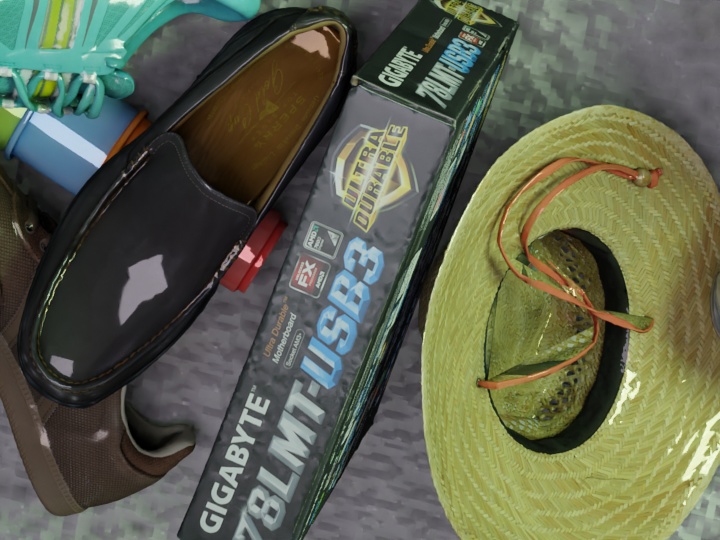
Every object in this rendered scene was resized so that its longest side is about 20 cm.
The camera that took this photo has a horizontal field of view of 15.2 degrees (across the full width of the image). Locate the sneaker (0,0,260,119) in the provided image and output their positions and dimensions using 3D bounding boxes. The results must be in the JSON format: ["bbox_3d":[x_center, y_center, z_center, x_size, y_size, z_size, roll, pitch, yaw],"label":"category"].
[{"bbox_3d":[-0.130,-0.097,1.108,0.199,0.077,0.080,-29,91,-16],"label":"sneaker"}]

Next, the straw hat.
[{"bbox_3d":[0.071,0.025,1.132,0.085,0.200,0.203,15,113,49],"label":"straw hat"}]

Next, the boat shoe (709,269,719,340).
[{"bbox_3d":[0.242,0.035,1.102,0.199,0.076,0.072,25,127,1],"label":"boat shoe"}]

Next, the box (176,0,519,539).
[{"bbox_3d":[0.000,0.000,1.085,0.049,0.199,0.201,22,109,3],"label":"box"}]

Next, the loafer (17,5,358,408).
[{"bbox_3d":[-0.072,-0.032,1.110,0.073,0.072,0.201,35,78,-5],"label":"loafer"}]

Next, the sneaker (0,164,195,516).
[{"bbox_3d":[-0.133,0.012,1.179,0.075,0.071,0.201,-18,120,1],"label":"sneaker"}]

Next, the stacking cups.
[{"bbox_3d":[-0.124,-0.059,1.174,0.199,0.061,0.061,35,109,-5],"label":"stacking cups"}]
